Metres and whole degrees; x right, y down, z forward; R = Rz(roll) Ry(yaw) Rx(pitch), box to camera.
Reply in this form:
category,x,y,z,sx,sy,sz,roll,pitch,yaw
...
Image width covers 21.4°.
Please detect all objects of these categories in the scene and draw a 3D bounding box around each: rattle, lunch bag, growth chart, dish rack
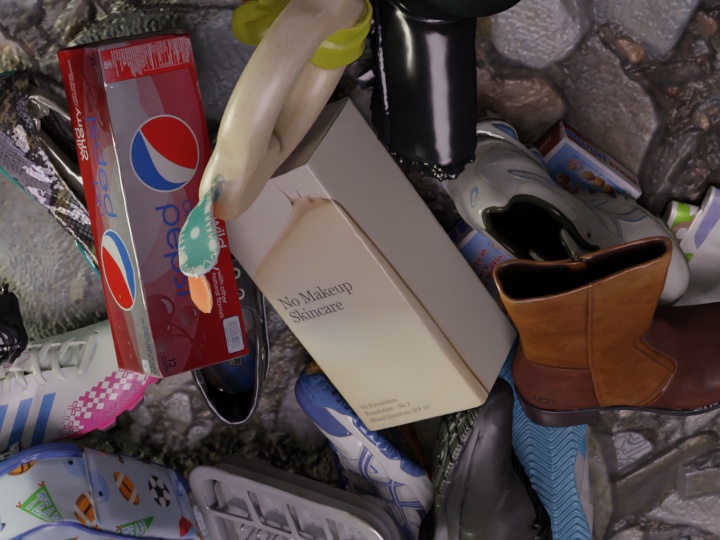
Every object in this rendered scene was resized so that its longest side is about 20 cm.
category,x,y,z,sx,sy,sz,roll,pitch,yaw
rattle,-0.092,-0.099,1.083,0.142,0.130,0.201,33,92,-8
lunch bag,-0.215,0.185,1.307,0.160,0.076,0.200,-29,152,22
growth chart,0.243,0.007,1.300,0.144,0.018,0.200,25,119,-20
dish rack,-0.028,0.212,1.364,0.171,0.044,0.201,14,136,30

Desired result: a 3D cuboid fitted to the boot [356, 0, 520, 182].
category,x,y,z,sx,sy,sz,roll,pitch,yaw
boot,0.046,-0.130,1.083,0.073,0.198,0.164,-6,117,-13

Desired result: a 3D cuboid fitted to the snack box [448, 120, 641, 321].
category,x,y,z,sx,sy,sz,roll,pitch,yaw
snack box,0.093,-0.008,1.273,0.072,0.024,0.200,33,116,-23

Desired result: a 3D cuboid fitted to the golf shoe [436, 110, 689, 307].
category,x,y,z,sx,sy,sz,roll,pitch,yaw
golf shoe,0.132,-0.012,1.199,0.199,0.097,0.078,28,116,-24

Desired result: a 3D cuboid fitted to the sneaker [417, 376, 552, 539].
category,x,y,z,sx,sy,sz,roll,pitch,yaw
sneaker,0.088,0.154,1.273,0.090,0.076,0.201,7,126,-2

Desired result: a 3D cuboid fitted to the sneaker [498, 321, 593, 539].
category,x,y,z,sx,sy,sz,roll,pitch,yaw
sneaker,0.123,0.114,1.330,0.076,0.081,0.201,-4,115,0

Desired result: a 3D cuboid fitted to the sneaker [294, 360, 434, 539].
category,x,y,z,sx,sy,sz,roll,pitch,yaw
sneaker,0.009,0.145,1.342,0.088,0.075,0.200,-35,120,19

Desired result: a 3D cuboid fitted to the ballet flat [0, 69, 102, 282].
category,x,y,z,sx,sy,sz,roll,pitch,yaw
ballet flat,-0.167,-0.048,1.194,0.072,0.072,0.201,-31,117,17

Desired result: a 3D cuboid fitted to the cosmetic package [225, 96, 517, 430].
category,x,y,z,sx,sy,sz,roll,pitch,yaw
cosmetic package,0.000,0.000,1.206,0.103,0.073,0.200,-18,120,40

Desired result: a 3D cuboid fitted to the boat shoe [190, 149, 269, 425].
category,x,y,z,sx,sy,sz,roll,pitch,yaw
boat shoe,-0.096,0.017,1.249,0.069,0.066,0.201,-4,125,-2

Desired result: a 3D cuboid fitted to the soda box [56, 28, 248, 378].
category,x,y,z,sx,sy,sz,roll,pitch,yaw
soda box,-0.125,-0.041,1.148,0.063,0.070,0.202,-14,100,-28

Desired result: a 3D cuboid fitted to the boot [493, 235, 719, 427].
category,x,y,z,sx,sy,sz,roll,pitch,yaw
boot,0.179,0.022,1.175,0.187,0.069,0.200,-6,152,4

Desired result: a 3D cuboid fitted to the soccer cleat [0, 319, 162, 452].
category,x,y,z,sx,sy,sz,roll,pitch,yaw
soccer cleat,-0.215,0.076,1.274,0.199,0.070,0.086,-32,125,21

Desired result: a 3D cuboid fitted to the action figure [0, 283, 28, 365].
category,x,y,z,sx,sy,sz,roll,pitch,yaw
action figure,-0.281,-0.012,1.195,0.118,0.102,0.201,-11,128,12
